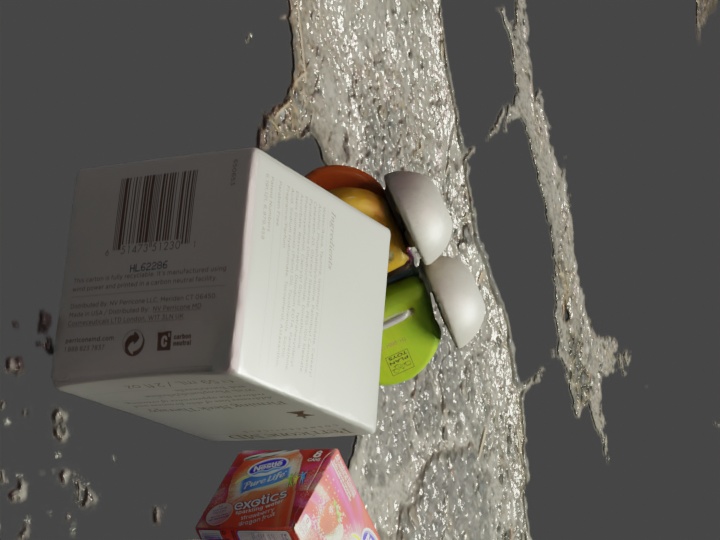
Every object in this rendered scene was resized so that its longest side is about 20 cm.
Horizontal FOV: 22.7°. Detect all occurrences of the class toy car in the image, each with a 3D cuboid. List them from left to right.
[{"bbox_3d":[0.000,0.000,1.550,0.150,0.173,0.201,-116,-179,-60],"label":"toy car"}]

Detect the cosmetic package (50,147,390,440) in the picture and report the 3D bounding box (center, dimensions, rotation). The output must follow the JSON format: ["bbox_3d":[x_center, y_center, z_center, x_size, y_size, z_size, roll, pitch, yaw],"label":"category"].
[{"bbox_3d":[-0.098,0.024,1.336,0.199,0.166,0.168,28,61,-54],"label":"cosmetic package"}]

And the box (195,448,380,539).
[{"bbox_3d":[-0.041,0.250,1.473,0.096,0.099,0.201,-58,134,-45],"label":"box"}]
